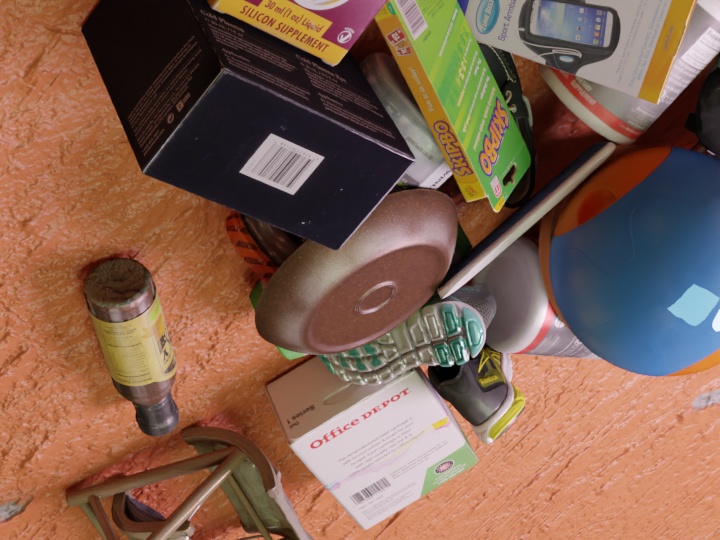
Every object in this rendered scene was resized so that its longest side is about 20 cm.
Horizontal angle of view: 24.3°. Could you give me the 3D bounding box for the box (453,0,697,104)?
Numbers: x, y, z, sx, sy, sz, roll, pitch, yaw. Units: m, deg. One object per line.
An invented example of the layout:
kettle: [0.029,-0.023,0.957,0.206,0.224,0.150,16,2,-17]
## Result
box: [0.169,-0.225,1.359,0.199,0.042,0.120,22,123,9]

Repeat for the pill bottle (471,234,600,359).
pill bottle: [0.218,0.029,1.657,0.199,0.116,0.116,5,129,-33]

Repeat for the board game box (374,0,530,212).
board game box: [0.077,-0.150,1.355,0.030,0.096,0.201,-17,112,35]

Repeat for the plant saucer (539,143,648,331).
plant saucer: [0.257,-0.021,1.596,0.199,0.032,0.202,1,88,-33]

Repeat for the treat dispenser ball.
treat dispenser ball: [0.265,-0.008,1.463,0.200,0.201,0.202,-15,137,-14]

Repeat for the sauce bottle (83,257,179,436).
sauce bottle: [-0.202,0.075,1.517,0.064,0.065,0.201,-19,140,-10]

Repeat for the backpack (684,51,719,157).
backpack: [0.393,-0.186,1.479,0.166,0.200,0.127,17,141,14]

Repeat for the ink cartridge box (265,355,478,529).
ink cartridge box: [0.013,0.158,1.699,0.144,0.084,0.200,-31,139,3]

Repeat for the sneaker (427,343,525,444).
sneaker: [0.103,0.093,1.623,0.074,0.200,0.085,-44,108,2]

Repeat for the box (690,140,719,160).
box: [0.382,-0.114,1.595,0.200,0.040,0.137,-44,144,-24]

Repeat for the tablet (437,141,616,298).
tablet: [0.146,-0.046,1.498,0.200,0.014,0.130,-41,-178,4]

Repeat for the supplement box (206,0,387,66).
supplement box: [-0.021,-0.272,1.233,0.131,0.103,0.200,20,120,-40]

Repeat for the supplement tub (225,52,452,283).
supplement tub: [-0.014,-0.077,1.419,0.200,0.123,0.122,-44,136,17]

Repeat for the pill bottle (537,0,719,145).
pill bottle: [0.257,-0.216,1.432,0.114,0.114,0.200,22,119,-41]

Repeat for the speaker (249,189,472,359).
speaker: [0.000,0.000,1.532,0.199,0.089,0.089,-32,139,3]

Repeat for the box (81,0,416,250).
box: [-0.087,-0.135,1.276,0.199,0.183,0.104,22,120,-41]

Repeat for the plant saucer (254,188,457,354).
plant saucer: [0.006,0.012,1.413,0.200,0.037,0.201,-26,153,-14]

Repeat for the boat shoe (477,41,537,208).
boat shoe: [0.119,-0.136,1.477,0.075,0.060,0.200,-28,139,0]

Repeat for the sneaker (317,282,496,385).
sneaker: [0.045,0.055,1.589,0.199,0.091,0.078,-7,111,33]

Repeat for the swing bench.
swing bench: [-0.157,0.271,1.693,0.199,0.130,0.199,-30,139,-6]
